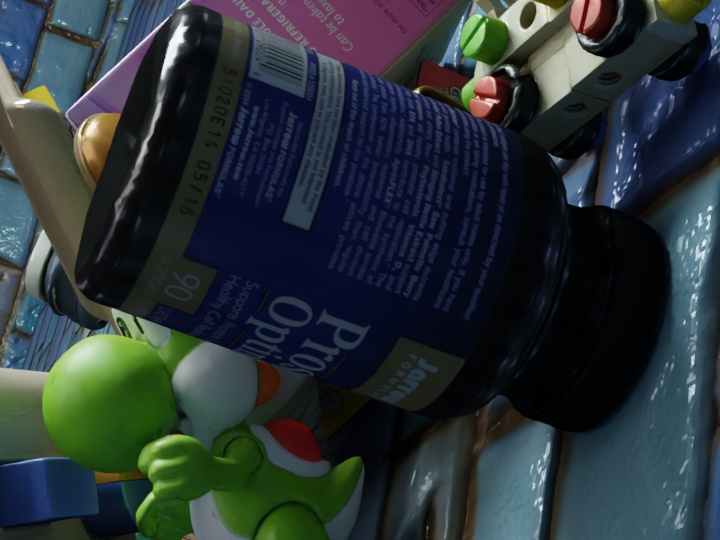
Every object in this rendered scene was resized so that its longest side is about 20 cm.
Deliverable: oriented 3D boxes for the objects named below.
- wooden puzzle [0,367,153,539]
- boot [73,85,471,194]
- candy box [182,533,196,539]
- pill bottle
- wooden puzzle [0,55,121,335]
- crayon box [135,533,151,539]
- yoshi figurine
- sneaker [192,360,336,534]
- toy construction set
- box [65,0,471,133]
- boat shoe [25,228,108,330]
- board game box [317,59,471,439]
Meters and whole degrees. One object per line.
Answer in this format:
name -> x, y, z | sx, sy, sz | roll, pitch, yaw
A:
wooden puzzle -> -0.133, 0.141, 0.778 | 0.185, 0.046, 0.202 | 22, -126, -74
boot -> -0.016, -0.039, 0.711 | 0.144, 0.201, 0.071 | -46, 10, 41
candy box -> -0.111, 0.221, 0.995 | 0.200, 0.056, 0.118 | -177, 104, -73
pill bottle -> 0.006, -0.011, 0.598 | 0.112, 0.198, 0.113 | -160, 90, -75
wooden puzzle -> -0.149, -0.028, 0.885 | 0.037, 0.186, 0.200 | -28, 23, -12
crayon box -> -0.154, 0.239, 0.907 | 0.119, 0.058, 0.202 | 136, 140, -64
yoshi figurine -> -0.076, 0.099, 0.737 | 0.112, 0.201, 0.112 | -29, 1, 24
sneaker -> -0.047, 0.088, 0.859 | 0.077, 0.080, 0.200 | -53, -6, -35
toy construction set -> 0.091, -0.121, 0.640 | 0.200, 0.091, 0.132 | 124, 146, -56
box -> -0.047, -0.100, 0.876 | 0.200, 0.097, 0.176 | -45, -1, -6
boat shoe -> -0.150, -0.059, 1.060 | 0.201, 0.062, 0.075 | -62, -19, 0
board game box -> 0.000, 0.000, 0.909 | 0.200, 0.040, 0.154 | 133, 152, -56
